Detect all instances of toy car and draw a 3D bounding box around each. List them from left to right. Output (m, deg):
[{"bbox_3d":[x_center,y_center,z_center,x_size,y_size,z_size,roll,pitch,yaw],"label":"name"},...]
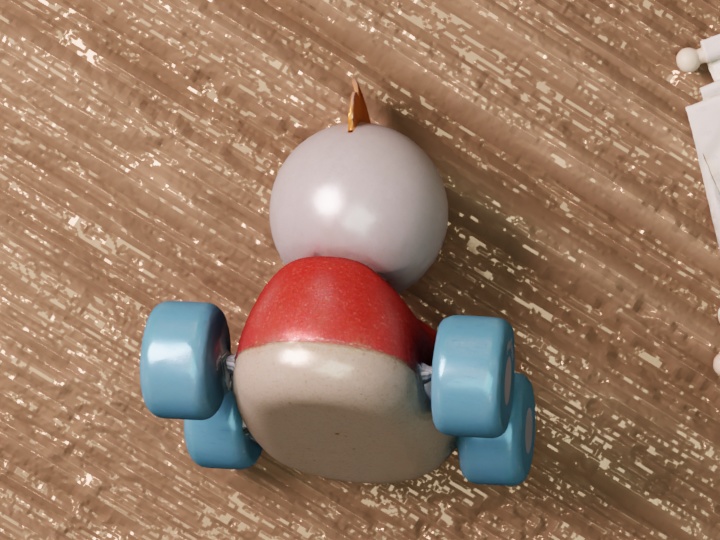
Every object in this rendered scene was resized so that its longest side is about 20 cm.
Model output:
[{"bbox_3d":[0.000,0.000,1.274,0.184,0.177,0.200,3,70,12],"label":"toy car"}]

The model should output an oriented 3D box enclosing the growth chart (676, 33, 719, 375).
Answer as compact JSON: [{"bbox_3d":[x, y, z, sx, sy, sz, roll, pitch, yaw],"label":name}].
[{"bbox_3d":[0.250,-0.050,1.316,0.145,0.018,0.200,-10,98,0],"label":"growth chart"}]
